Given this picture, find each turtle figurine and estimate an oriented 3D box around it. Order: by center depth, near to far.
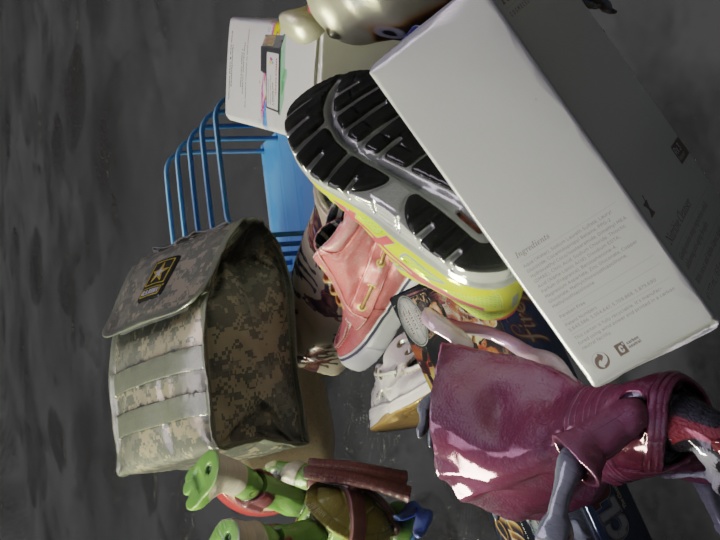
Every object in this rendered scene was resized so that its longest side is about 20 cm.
[{"bbox_3d":[-0.059,0.222,1.196,0.199,0.193,0.146,-13,66,48],"label":"turtle figurine"}]

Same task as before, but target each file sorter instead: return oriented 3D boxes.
[{"bbox_3d":[-0.100,-0.076,1.390,0.200,0.121,0.141,151,114,-66],"label":"file sorter"}]

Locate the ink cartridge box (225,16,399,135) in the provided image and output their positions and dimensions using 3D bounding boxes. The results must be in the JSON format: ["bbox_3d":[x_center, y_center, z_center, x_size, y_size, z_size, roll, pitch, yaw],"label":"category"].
[{"bbox_3d":[-0.003,-0.142,1.103,0.200,0.143,0.085,-155,66,-65],"label":"ink cartridge box"}]

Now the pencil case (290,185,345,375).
[{"bbox_3d":[-0.023,-0.002,1.264,0.090,0.077,0.201,47,141,24],"label":"pencil case"}]

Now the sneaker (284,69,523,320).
[{"bbox_3d":[0.025,-0.038,0.868,0.200,0.078,0.091,47,167,34],"label":"sneaker"}]

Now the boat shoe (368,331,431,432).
[{"bbox_3d":[0.046,0.074,1.114,0.200,0.070,0.070,143,121,-66],"label":"boat shoe"}]

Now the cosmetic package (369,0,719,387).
[{"bbox_3d":[0.105,-0.057,0.759,0.081,0.113,0.201,-31,99,31],"label":"cosmetic package"}]

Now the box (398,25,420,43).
[{"bbox_3d":[0.077,-0.050,0.912,0.200,0.032,0.121,45,154,-3],"label":"box"}]

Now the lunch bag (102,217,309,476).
[{"bbox_3d":[-0.138,0.063,1.265,0.163,0.117,0.203,-18,74,47],"label":"lunch bag"}]

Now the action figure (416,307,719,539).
[{"bbox_3d":[0.136,0.085,0.805,0.199,0.133,0.151,-16,70,45],"label":"action figure"}]

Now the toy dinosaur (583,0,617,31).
[{"bbox_3d":[0.074,-0.127,0.928,0.180,0.199,0.106,-25,49,33],"label":"toy dinosaur"}]

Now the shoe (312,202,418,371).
[{"bbox_3d":[0.000,0.000,1.158,0.201,0.090,0.072,124,166,-49],"label":"shoe"}]

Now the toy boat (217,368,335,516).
[{"bbox_3d":[-0.106,0.135,1.414,0.131,0.129,0.202,-41,55,57],"label":"toy boat"}]

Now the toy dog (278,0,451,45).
[{"bbox_3d":[0.007,-0.219,0.934,0.140,0.192,0.201,57,-166,-45],"label":"toy dog"}]

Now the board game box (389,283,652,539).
[{"bbox_3d":[0.098,0.092,0.948,0.202,0.034,0.135,65,156,1],"label":"board game box"}]
